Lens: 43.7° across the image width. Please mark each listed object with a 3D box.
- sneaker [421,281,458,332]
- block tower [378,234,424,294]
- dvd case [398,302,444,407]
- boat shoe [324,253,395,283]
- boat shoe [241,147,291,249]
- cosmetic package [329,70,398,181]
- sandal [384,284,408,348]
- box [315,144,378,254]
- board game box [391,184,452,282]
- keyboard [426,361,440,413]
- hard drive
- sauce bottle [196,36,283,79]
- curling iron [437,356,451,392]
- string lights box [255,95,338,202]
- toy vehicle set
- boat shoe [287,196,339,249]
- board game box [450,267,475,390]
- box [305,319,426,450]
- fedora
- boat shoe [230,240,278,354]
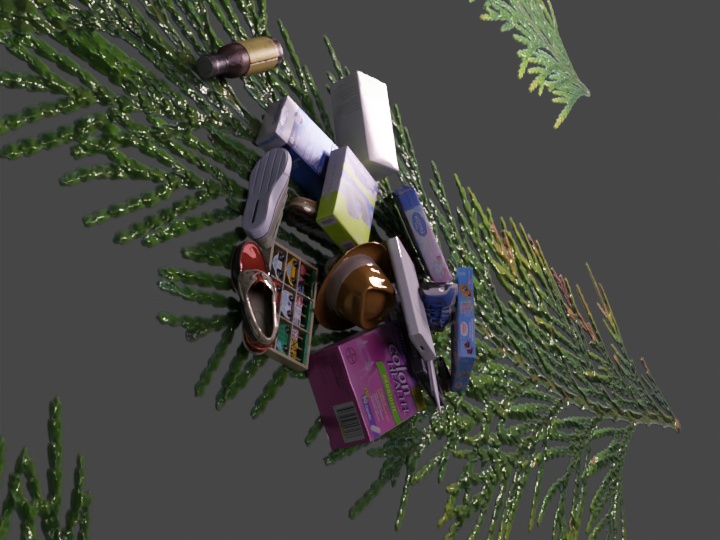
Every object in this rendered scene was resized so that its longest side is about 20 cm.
[{"bbox_3d":[0.158,0.069,1.782,0.200,0.074,0.079,57,36,-72],"label":"sneaker"},{"bbox_3d":[0.097,0.028,1.878,0.057,0.053,0.203,-21,92,-53],"label":"block tower"},{"bbox_3d":[0.122,0.169,1.783,0.201,0.024,0.153,60,16,-59],"label":"dvd case"},{"bbox_3d":[0.000,0.000,1.751,0.198,0.068,0.076,3,93,-43],"label":"boat shoe"},{"bbox_3d":[-0.166,-0.131,1.611,0.062,0.071,0.203,65,33,-51],"label":"boat shoe"},{"bbox_3d":[0.006,-0.298,1.879,0.107,0.084,0.204,10,66,-51],"label":"cosmetic package"},{"bbox_3d":[0.066,0.105,1.813,0.082,0.049,0.206,38,34,-56],"label":"sandal"},{"bbox_3d":[-0.022,-0.137,1.694,0.122,0.047,0.202,49,38,-38],"label":"box"},{"bbox_3d":[0.127,-0.077,1.886,0.200,0.043,0.202,-101,167,-83],"label":"board game box"},{"bbox_3d":[0.138,0.190,1.726,0.201,0.010,0.057,-92,163,-58],"label":"keyboard"},{"bbox_3d":[0.096,0.054,1.681,0.132,0.026,0.203,55,21,-59],"label":"hard drive"},{"bbox_3d":[-0.221,-0.387,1.640,0.199,0.064,0.066,-31,99,-54],"label":"sauce bottle"},{"bbox_3d":[0.172,0.210,1.850,0.200,0.025,0.051,57,30,-67],"label":"curling iron"},{"bbox_3d":[-0.105,-0.226,1.724,0.200,0.058,0.104,43,44,-32],"label":"string lights box"},{"bbox_3d":[-0.133,0.063,1.588,0.124,0.026,0.203,32,51,-41],"label":"toy vehicle set"},{"bbox_3d":[-0.068,-0.105,1.707,0.199,0.071,0.078,34,62,-52],"label":"boat shoe"},{"bbox_3d":[0.208,0.120,1.829,0.152,0.036,0.203,92,-1,-58],"label":"board game box"},{"bbox_3d":[0.010,0.207,1.652,0.199,0.096,0.179,-18,89,-54],"label":"box"},{"bbox_3d":[0.006,0.046,1.647,0.082,0.203,0.199,37,20,34],"label":"fedora"},{"bbox_3d":[-0.174,0.037,1.496,0.070,0.063,0.203,2,64,-23],"label":"boat shoe"}]
